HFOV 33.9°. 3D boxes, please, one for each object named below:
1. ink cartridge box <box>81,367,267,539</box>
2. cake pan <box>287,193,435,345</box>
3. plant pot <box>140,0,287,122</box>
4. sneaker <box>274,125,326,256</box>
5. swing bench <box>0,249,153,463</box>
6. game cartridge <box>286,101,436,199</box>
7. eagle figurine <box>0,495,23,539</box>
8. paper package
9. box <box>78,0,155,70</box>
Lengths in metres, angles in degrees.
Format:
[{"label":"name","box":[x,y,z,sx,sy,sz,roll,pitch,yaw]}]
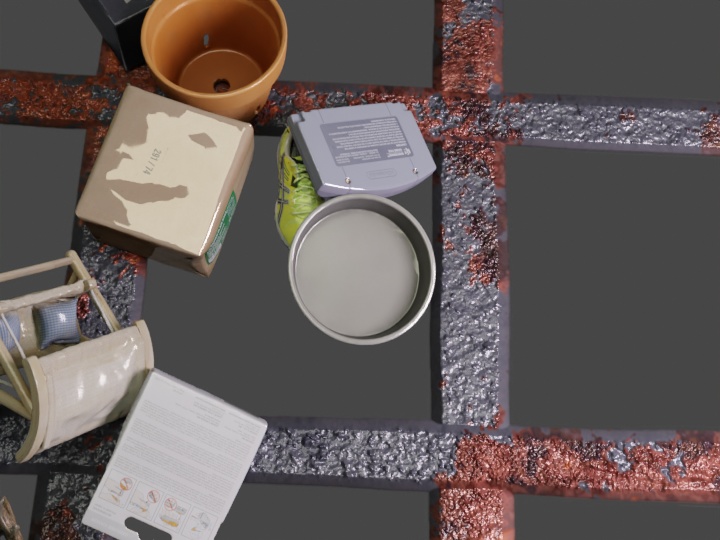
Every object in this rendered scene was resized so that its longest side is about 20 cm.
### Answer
[{"label":"ink cartridge box","box":[-0.229,0.244,1.456,0.161,0.057,0.201,26,88,-9]},{"label":"cake pan","box":[0.000,0.000,1.562,0.198,0.037,0.203,2,80,-10]},{"label":"plant pot","box":[-0.199,-0.292,1.655,0.198,0.140,0.202,0,66,-1]},{"label":"sneaker","box":[-0.085,-0.114,1.614,0.075,0.077,0.202,-8,68,-7]},{"label":"swing bench","box":[-0.376,0.099,1.433,0.200,0.130,0.198,41,28,16]},{"label":"game cartridge","box":[0.005,-0.162,1.616,0.199,0.040,0.134,-11,66,-35]},{"label":"eagle figurine","box":[-0.481,0.359,1.370,0.199,0.152,0.152,-28,90,-18]},{"label":"paper package","box":[-0.257,-0.120,1.584,0.189,0.104,0.202,18,74,6]},{"label":"box","box":[-0.313,-0.435,1.727,0.199,0.118,0.197,-30,69,-15]}]
